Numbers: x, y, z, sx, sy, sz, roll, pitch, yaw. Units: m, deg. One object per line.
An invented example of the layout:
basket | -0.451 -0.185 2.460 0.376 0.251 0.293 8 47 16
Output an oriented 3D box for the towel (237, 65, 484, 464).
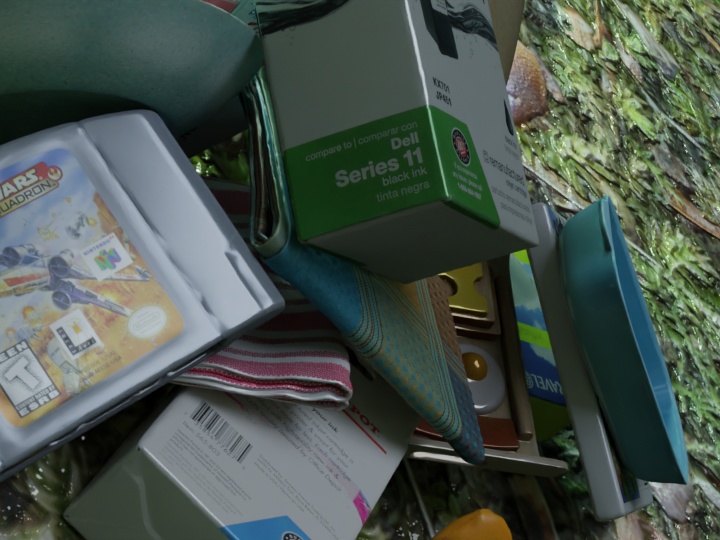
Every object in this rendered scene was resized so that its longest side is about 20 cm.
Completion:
towel | 0.000 0.000 0.951 0.200 0.022 0.147 49 21 -38

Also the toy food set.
toy food set | 0.045 0.030 1.084 0.143 0.060 0.200 10 51 -19

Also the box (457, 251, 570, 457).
box | 0.074 0.030 1.196 0.122 0.048 0.200 17 45 -41

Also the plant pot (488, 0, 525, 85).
plant pot | 0.022 -0.155 1.083 0.187 0.187 0.200 28 44 -36

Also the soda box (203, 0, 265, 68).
soda box | -0.086 -0.183 1.035 0.070 0.063 0.200 30 22 -42

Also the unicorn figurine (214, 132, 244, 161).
unicorn figurine | -0.022 -0.118 1.186 0.200 0.074 0.137 10 40 -43

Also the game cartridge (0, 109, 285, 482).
game cartridge | -0.148 0.010 0.817 0.200 0.042 0.133 -31 86 -27

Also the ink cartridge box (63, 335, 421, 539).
ink cartridge box | -0.051 0.097 0.925 0.115 0.068 0.200 45 31 -4

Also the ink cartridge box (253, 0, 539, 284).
ink cartridge box | 0.014 -0.107 0.913 0.147 0.083 0.200 18 58 -66

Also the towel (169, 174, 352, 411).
towel | -0.081 -0.003 0.938 0.146 0.030 0.200 12 30 -14

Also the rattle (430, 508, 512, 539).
rattle | 0.051 0.241 0.849 0.130 0.143 0.200 34 34 -26

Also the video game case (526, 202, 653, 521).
video game case | 0.150 0.062 1.187 0.182 0.022 0.200 19 57 -75

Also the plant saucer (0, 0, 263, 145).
plant saucer | -0.147 -0.088 0.884 0.201 0.201 0.039 13 70 -48

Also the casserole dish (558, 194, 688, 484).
casserole dish | 0.163 0.047 1.123 0.121 0.039 0.200 -86 157 -56

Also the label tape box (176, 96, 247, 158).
label tape box | -0.127 -0.133 1.041 0.200 0.066 0.143 34 20 -33
